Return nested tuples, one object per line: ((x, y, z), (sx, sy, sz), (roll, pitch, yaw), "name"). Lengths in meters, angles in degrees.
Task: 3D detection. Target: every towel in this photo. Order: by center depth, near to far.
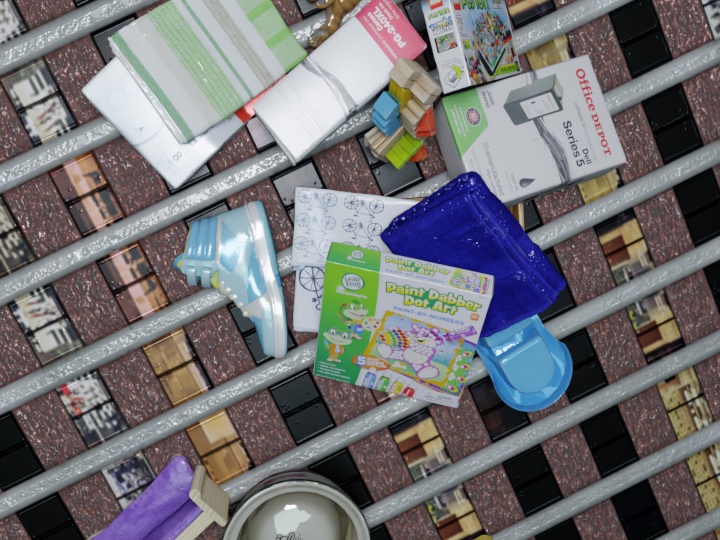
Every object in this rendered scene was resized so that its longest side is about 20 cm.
((0.135, -0.008, 0.906), (0.147, 0.050, 0.200), (-33, 115, 25), "towel")
((-0.181, -0.265, 0.916), (0.200, 0.031, 0.150), (-39, 102, -17), "towel")

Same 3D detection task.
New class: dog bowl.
((-0.088, 0.360, 1.013), (0.198, 0.074, 0.202), (-2, 101, -9), "dog bowl")
((0.204, 0.092, 1.023), (0.111, 0.050, 0.201), (-31, 101, -1), "dog bowl")

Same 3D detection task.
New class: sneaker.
((-0.164, 0.022, 0.957), (0.129, 0.080, 0.202), (-12, 90, -7), "sneaker")

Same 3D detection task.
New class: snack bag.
((0.000, 0.000, 0.969), (0.187, 0.021, 0.202), (8, 106, 6), "snack bag")

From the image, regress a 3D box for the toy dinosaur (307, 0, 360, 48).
((-0.004, -0.365, 0.935), (0.200, 0.061, 0.106), (-44, 113, 11), "toy dinosaur")

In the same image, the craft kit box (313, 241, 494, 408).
((0.047, 0.072, 0.938), (0.198, 0.049, 0.199), (12, 127, 4), "craft kit box")

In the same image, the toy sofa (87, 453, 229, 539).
((-0.273, 0.346, 0.989), (0.200, 0.083, 0.098), (-43, 101, 1), "toy sofa")

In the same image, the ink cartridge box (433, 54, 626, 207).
((0.207, -0.165, 0.947), (0.198, 0.084, 0.147), (-19, 86, -7), "ink cartridge box")

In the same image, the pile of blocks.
((0.054, -0.166, 0.891), (0.082, 0.200, 0.062), (-40, 75, -11), "pile of blocks")

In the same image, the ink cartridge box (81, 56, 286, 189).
((-0.211, -0.226, 0.929), (0.200, 0.047, 0.160), (-43, 101, 3), "ink cartridge box")

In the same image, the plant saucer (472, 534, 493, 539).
((0.141, 0.511, 1.078), (0.199, 0.048, 0.201), (-26, 100, -3), "plant saucer")

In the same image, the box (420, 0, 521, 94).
((0.135, -0.275, 0.893), (0.034, 0.200, 0.111), (-10, 102, 31), "box")

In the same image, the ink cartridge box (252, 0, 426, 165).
((-0.030, -0.221, 0.900), (0.200, 0.145, 0.084), (-40, 99, 0), "ink cartridge box")

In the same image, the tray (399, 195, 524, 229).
((0.115, -0.050, 0.998), (0.198, 0.037, 0.100), (-6, 99, -6), "tray")
